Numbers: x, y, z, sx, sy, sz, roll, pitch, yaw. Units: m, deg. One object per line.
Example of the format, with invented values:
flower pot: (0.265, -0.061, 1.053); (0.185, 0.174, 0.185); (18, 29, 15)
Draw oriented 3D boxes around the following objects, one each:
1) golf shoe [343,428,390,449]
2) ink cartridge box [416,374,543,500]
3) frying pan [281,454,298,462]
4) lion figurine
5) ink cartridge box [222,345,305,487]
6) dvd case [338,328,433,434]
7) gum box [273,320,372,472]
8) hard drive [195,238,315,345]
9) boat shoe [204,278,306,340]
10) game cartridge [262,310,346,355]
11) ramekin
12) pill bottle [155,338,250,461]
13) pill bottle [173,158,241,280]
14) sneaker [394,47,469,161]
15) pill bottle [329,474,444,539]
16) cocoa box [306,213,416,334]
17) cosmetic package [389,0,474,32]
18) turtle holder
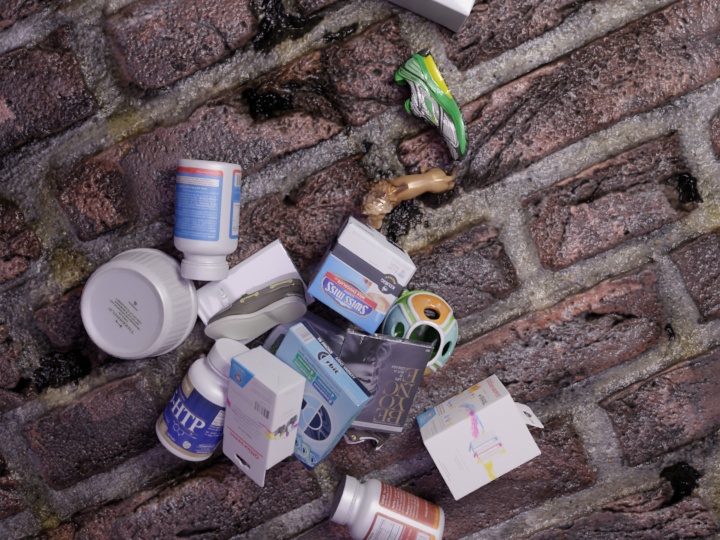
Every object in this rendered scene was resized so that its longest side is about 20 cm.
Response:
golf shoe: (-0.020, 0.266, 1.147); (0.198, 0.078, 0.095); (27, 89, -20)
ink cartridge box: (0.221, 0.292, 1.152); (0.198, 0.129, 0.126); (-30, 97, 3)
frying pan: (-0.091, 0.297, 1.182); (0.188, 0.031, 0.116); (-28, 131, -3)
lion figurine: (0.090, -0.144, 1.095); (0.198, 0.123, 0.073); (-25, 97, 2)
ink cartridge box: (-0.166, 0.245, 1.061); (0.114, 0.067, 0.202); (29, 121, 31)
dvd case: (0.024, 0.193, 1.065); (0.147, 0.016, 0.202); (11, 121, -10)
gum box: (-0.090, 0.214, 1.064); (0.170, 0.044, 0.201); (46, 128, 17)
hard drive: (-0.200, 0.050, 1.168); (0.199, 0.026, 0.133); (-31, 97, 3)
boat shoe: (-0.187, 0.071, 1.127); (0.199, 0.072, 0.061); (-19, 53, 16)
game cartridge: (-0.124, 0.171, 1.168); (0.132, 0.041, 0.202); (29, 103, -5)
ramekin: (-0.399, 0.064, 1.122); (0.199, 0.094, 0.205); (1, 98, 7)
pill bottle: (-0.269, 0.227, 1.133); (0.119, 0.120, 0.201); (33, 103, -4)
pill bottle: (-0.269, -0.088, 1.105); (0.111, 0.112, 0.203); (5, 96, -1)
sneaker: (0.129, -0.279, 1.109); (0.085, 0.078, 0.202); (-29, 88, 10)
pill bottle: (0.048, 0.461, 1.182); (0.198, 0.112, 0.113); (24, 97, -3)
cocoa box: (0.000, 0.000, 1.074); (0.133, 0.200, 0.132); (33, 97, -6)
cosmetic package: (0.121, -0.541, 1.044); (0.198, 0.123, 0.202); (22, 97, -5)
turtle holder: (0.093, 0.129, 1.127); (0.141, 0.132, 0.186); (44, 95, -6)
